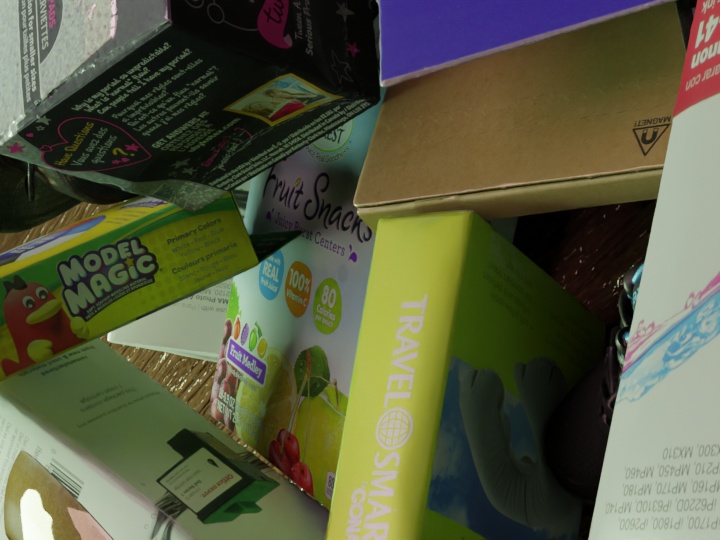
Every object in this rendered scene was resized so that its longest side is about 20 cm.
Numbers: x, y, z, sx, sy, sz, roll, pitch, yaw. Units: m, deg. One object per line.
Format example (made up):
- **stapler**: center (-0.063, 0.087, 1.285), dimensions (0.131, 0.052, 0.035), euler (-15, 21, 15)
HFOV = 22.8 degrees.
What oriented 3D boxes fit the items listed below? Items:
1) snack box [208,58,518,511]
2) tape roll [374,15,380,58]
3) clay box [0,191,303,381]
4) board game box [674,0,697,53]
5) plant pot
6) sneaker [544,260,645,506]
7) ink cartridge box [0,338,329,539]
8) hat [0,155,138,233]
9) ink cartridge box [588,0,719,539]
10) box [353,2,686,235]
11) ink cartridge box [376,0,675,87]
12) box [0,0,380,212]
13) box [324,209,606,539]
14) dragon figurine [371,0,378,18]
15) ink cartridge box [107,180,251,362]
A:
- **snack box**: center (0.000, 0.000, 0.857), dimensions (0.169, 0.068, 0.200), euler (25, 105, 61)
- **tape roll**: center (0.026, -0.135, 0.998), dimensions (0.200, 0.048, 0.201), euler (-48, 32, 44)
- **clay box**: center (-0.137, 0.006, 0.837), dimensions (0.115, 0.200, 0.048), euler (-1, 113, 64)
- **board game box**: center (0.157, -0.116, 0.612), dimensions (0.105, 0.023, 0.200), euler (-16, 47, 15)
- **plant pot**: center (-0.078, 0.155, 0.695), dimensions (0.027, 0.200, 0.200), euler (-40, 16, -16)
- **sneaker**: center (0.114, 0.023, 0.618), dimensions (0.200, 0.082, 0.073), euler (-45, 35, 49)
- **ink cartridge box**: center (-0.101, 0.149, 0.853), dimensions (0.084, 0.200, 0.146), euler (-24, -37, -54)
- **hat**: center (-0.121, -0.085, 0.873), dimensions (0.081, 0.201, 0.201), euler (29, 103, 24)
- **ink cartridge box**: center (0.147, 0.027, 0.450), dimensions (0.086, 0.148, 0.200), euler (-13, 59, 64)
- **box**: center (0.101, -0.096, 0.682), dimensions (0.200, 0.021, 0.164), euler (-6, 54, 36)
- **ink cartridge box**: center (0.090, -0.173, 0.654), dimensions (0.198, 0.043, 0.200), euler (-15, 47, 16)
- **box**: center (-0.083, -0.148, 0.763), dimensions (0.132, 0.115, 0.200), euler (-27, 58, 40)
- **box**: center (0.038, 0.092, 0.682), dimensions (0.048, 0.122, 0.200), euler (-4, 66, 33)
- **dragon figurine**: center (0.052, -0.129, 0.823), dimensions (0.200, 0.059, 0.099), euler (-3, 24, 36)
- **ink cartridge box**: center (-0.089, -0.049, 1.049), dimensions (0.145, 0.083, 0.200), euler (82, -164, -89)
